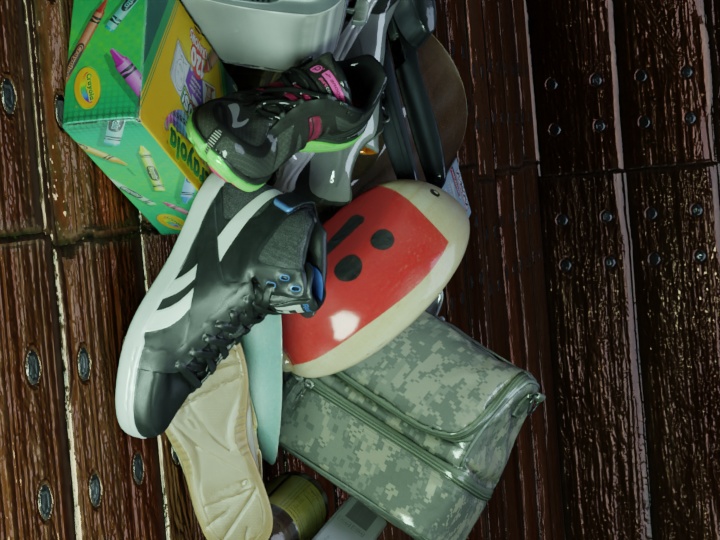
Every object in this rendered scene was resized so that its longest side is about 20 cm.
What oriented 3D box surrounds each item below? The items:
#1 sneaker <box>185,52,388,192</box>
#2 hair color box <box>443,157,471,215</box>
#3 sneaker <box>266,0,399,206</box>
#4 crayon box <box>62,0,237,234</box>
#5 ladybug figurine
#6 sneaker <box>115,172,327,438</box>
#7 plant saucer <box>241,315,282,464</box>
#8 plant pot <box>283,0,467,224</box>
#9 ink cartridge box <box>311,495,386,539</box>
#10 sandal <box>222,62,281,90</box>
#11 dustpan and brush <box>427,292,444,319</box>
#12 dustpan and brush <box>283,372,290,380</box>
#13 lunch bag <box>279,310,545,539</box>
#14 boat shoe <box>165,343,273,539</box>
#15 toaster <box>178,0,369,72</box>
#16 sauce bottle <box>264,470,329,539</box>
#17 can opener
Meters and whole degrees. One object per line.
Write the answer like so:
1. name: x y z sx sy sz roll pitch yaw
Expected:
1. sneaker: -0.051 -0.117 1.312 0.077 0.084 0.200 48 37 8
2. hair color box: 0.039 -0.043 1.735 0.200 0.098 0.061 -59 133 -70
3. sneaker: -0.008 -0.143 1.490 0.202 0.079 0.074 -67 -167 -14
4. crayon box: -0.145 -0.117 1.313 0.200 0.058 0.120 55 34 -65
5. ladybug figurine: 0.000 0.000 1.463 0.200 0.135 0.072 -48 124 -18
6. sneaker: -0.088 0.032 1.284 0.202 0.111 0.073 -69 157 -11
7. plant saucer: -0.090 0.052 1.457 0.201 0.038 0.203 179 -90 -82
8. plant pot: -0.026 -0.107 1.611 0.200 0.185 0.188 -54 140 -51
9. ink cartridge box: -0.059 0.286 1.504 0.177 0.045 0.200 -57 174 13
10. sandal: -0.088 -0.136 1.511 0.054 0.080 0.201 59 34 -40
11. dustpan and brush: 0.021 0.087 1.690 0.057 0.200 0.140 43 5 -8
12. dustpan and brush: -0.044 0.043 1.650 0.200 0.057 0.141 64 26 -58
13. lunch bag: 0.035 0.115 1.555 0.169 0.199 0.139 -57 157 -5
14. boat shoe: -0.114 0.110 1.377 0.069 0.073 0.202 -145 -135 -77
15. toaster: -0.091 -0.220 1.348 0.129 0.198 0.115 90 12 -68
16. sauce bottle: -0.077 0.215 1.494 0.200 0.064 0.065 -29 114 -73
17. can opener: 0.030 -0.161 1.539 0.079 0.063 0.202 146 -61 -69
